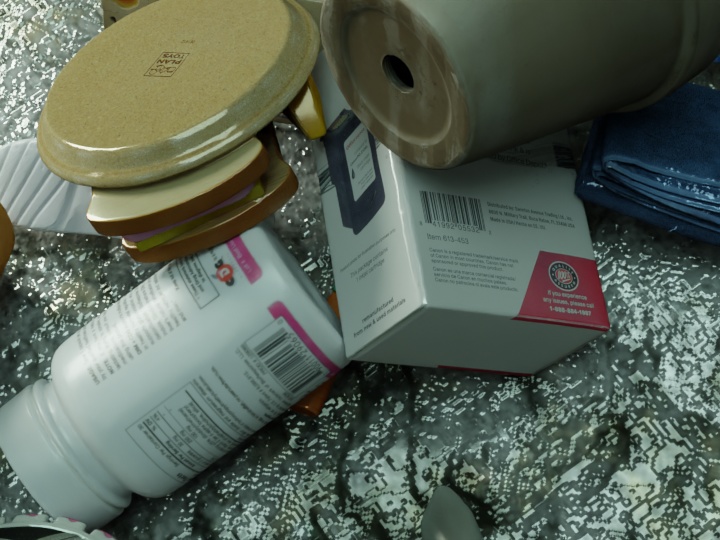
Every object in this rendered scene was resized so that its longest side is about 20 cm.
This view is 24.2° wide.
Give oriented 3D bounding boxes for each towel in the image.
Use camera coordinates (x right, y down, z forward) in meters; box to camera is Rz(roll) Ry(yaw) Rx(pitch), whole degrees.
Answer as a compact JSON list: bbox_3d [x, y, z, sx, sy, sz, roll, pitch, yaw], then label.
[{"bbox_3d":[0.238,-0.062,1.028,0.200,0.049,0.112,17,51,1],"label":"towel"}]

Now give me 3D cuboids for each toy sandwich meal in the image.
[{"bbox_3d":[-0.103,-0.095,1.019,0.205,0.070,0.205,-15,39,12],"label":"toy sandwich meal"}]

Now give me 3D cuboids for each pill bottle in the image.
[{"bbox_3d":[-0.114,0.065,1.012,0.200,0.113,0.113,-36,68,3],"label":"pill bottle"}]

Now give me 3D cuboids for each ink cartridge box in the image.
[{"bbox_3d":[0.056,-0.047,1.022,0.145,0.084,0.200,8,61,-34],"label":"ink cartridge box"}]

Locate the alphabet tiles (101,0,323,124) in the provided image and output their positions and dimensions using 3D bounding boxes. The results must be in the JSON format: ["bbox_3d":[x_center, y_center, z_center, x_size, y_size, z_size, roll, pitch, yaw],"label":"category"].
[{"bbox_3d":[-0.073,-0.168,1.084,0.200,0.167,0.008,11,41,9],"label":"alphabet tiles"}]

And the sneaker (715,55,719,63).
[{"bbox_3d":[0.261,-0.172,1.084,0.083,0.071,0.200,-30,52,-21],"label":"sneaker"}]

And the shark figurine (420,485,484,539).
[{"bbox_3d":[0.115,0.211,0.945,0.214,0.090,0.128,19,73,17],"label":"shark figurine"}]

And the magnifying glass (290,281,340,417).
[{"bbox_3d":[0.000,0.000,1.080,0.079,0.022,0.200,19,73,14],"label":"magnifying glass"}]

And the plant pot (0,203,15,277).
[{"bbox_3d":[-0.316,0.014,1.037,0.200,0.200,0.183,22,58,16],"label":"plant pot"}]

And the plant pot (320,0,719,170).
[{"bbox_3d":[0.077,-0.148,0.930,0.173,0.200,0.200,-37,67,-26],"label":"plant pot"}]

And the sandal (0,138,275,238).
[{"bbox_3d":[-0.146,-0.056,1.098,0.206,0.059,0.079,7,95,18],"label":"sandal"}]

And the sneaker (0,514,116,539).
[{"bbox_3d":[-0.152,0.206,0.958,0.200,0.074,0.088,21,33,-1],"label":"sneaker"}]
